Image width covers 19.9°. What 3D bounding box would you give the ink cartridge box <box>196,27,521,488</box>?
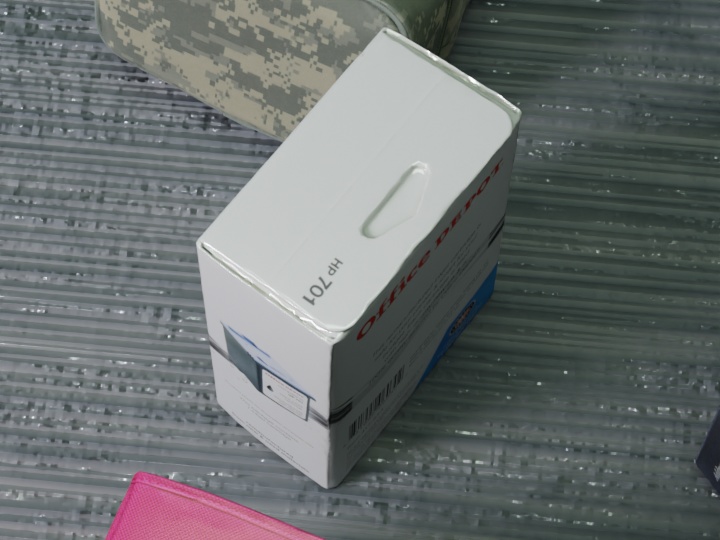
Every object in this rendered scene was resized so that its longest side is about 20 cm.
[{"bbox_3d":[0.000,0.000,0.999,0.086,0.200,0.147,35,69,16],"label":"ink cartridge box"}]

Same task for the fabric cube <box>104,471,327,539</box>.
[{"bbox_3d":[-0.045,0.236,0.888,0.195,0.200,0.200,21,67,9],"label":"fabric cube"}]

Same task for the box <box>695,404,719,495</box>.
[{"bbox_3d":[0.272,0.101,0.949,0.124,0.200,0.197,-31,69,-15],"label":"box"}]

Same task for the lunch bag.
[{"bbox_3d":[-0.031,-0.178,1.125,0.199,0.140,0.168,24,51,11],"label":"lunch bag"}]
